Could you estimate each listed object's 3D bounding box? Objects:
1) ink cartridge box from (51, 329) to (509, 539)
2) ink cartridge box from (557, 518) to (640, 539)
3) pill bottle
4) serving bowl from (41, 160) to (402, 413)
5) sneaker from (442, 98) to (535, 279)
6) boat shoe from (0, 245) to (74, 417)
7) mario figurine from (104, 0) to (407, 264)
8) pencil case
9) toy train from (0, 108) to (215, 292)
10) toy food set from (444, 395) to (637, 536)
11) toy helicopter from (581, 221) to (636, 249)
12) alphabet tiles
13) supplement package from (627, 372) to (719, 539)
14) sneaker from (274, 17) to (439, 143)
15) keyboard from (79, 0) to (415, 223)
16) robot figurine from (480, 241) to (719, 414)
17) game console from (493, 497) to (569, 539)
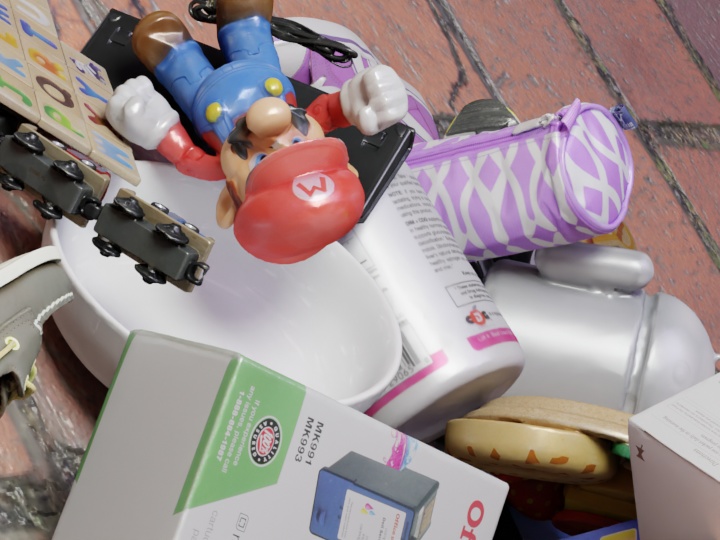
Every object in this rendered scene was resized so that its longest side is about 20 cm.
[{"bbox_3d":[-0.038,0.132,1.191,0.200,0.087,0.146,30,76,-43],"label":"ink cartridge box"},{"bbox_3d":[0.168,0.231,1.433,0.200,0.076,0.137,33,48,-39],"label":"ink cartridge box"},{"bbox_3d":[0.000,0.000,1.471,0.200,0.113,0.113,59,26,15],"label":"pill bottle"},{"bbox_3d":[-0.080,0.028,1.324,0.200,0.066,0.200,21,29,-12],"label":"serving bowl"},{"bbox_3d":[0.090,-0.017,1.655,0.090,0.078,0.200,-66,149,-73],"label":"sneaker"},{"bbox_3d":[-0.185,0.047,1.150,0.060,0.072,0.202,53,31,-3],"label":"boat shoe"},{"bbox_3d":[-0.056,-0.091,1.343,0.106,0.124,0.200,24,23,-40],"label":"mario figurine"},{"bbox_3d":[0.068,-0.049,1.530,0.086,0.200,0.084,47,45,-35],"label":"pencil case"},{"bbox_3d":[-0.152,-0.045,1.280,0.200,0.034,0.046,32,12,21],"label":"toy train"},{"bbox_3d":[0.147,0.124,1.460,0.200,0.198,0.049,77,29,-71],"label":"toy food set"},{"bbox_3d":[0.160,-0.017,1.815,0.132,0.079,0.200,60,22,13],"label":"toy helicopter"},{"bbox_3d":[-0.199,-0.135,1.367,0.167,0.008,0.200,32,18,-29],"label":"alphabet tiles"},{"bbox_3d":[0.242,0.157,1.276,0.200,0.111,0.156,36,-38,51],"label":"supplement package"},{"bbox_3d":[-0.004,-0.087,1.629,0.200,0.073,0.114,23,41,-47],"label":"sneaker"},{"bbox_3d":[-0.063,-0.102,1.444,0.200,0.021,0.127,23,58,13],"label":"keyboard"},{"bbox_3d":[0.132,0.059,1.558,0.200,0.170,0.113,13,31,5],"label":"robot figurine"},{"bbox_3d":[0.135,0.210,1.531,0.200,0.031,0.177,23,39,-48],"label":"game console"}]
